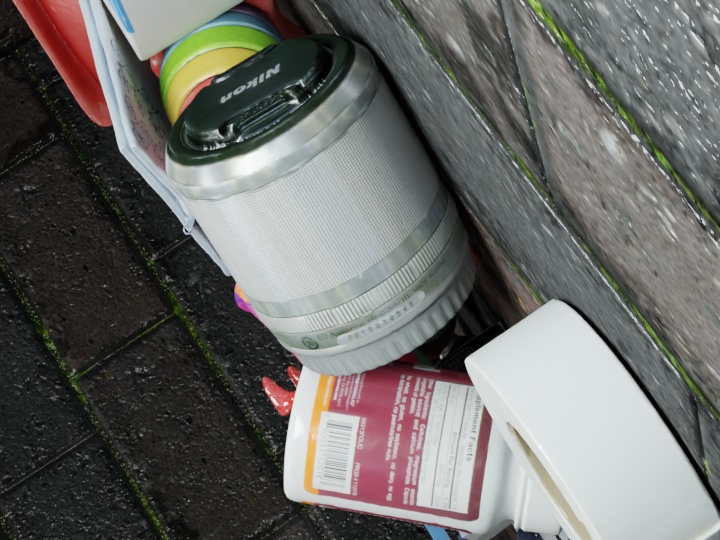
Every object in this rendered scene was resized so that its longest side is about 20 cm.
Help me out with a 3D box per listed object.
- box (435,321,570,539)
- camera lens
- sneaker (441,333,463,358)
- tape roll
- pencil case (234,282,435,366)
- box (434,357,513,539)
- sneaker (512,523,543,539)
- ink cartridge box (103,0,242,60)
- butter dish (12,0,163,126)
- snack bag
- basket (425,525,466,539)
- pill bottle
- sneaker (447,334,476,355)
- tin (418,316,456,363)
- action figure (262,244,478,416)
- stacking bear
[{"bbox_3d":[0.138,0.143,1.634,0.200,0.060,0.117,57,176,6],"label":"box"},{"bbox_3d":[-0.027,-0.048,1.395,0.200,0.160,0.160,59,176,-26],"label":"camera lens"},{"bbox_3d":[0.092,0.147,1.881,0.066,0.090,0.200,9,128,61],"label":"sneaker"},{"bbox_3d":[0.147,0.119,1.246,0.203,0.071,0.202,57,176,6],"label":"tape roll"},{"bbox_3d":[-0.013,0.060,1.617,0.200,0.088,0.088,47,173,22],"label":"pencil case"},{"bbox_3d":[0.069,0.133,1.704,0.039,0.041,0.200,17,-139,-52],"label":"box"},{"bbox_3d":[0.165,0.211,1.795,0.082,0.074,0.200,62,-178,-46],"label":"sneaker"},{"bbox_3d":[-0.168,-0.284,1.492,0.200,0.125,0.129,58,175,14],"label":"ink cartridge box"},{"bbox_3d":[-0.173,-0.248,1.717,0.148,0.200,0.200,10,137,52],"label":"butter dish"},{"bbox_3d":[-0.153,-0.107,1.570,0.200,0.021,0.189,54,-168,-51],"label":"snack bag"},{"bbox_3d":[0.068,0.170,1.987,0.177,0.139,0.200,59,-154,-29],"label":"basket"},{"bbox_3d":[0.052,0.126,1.458,0.114,0.199,0.115,10,-90,-84],"label":"pill bottle"},{"bbox_3d":[0.064,0.137,1.810,0.104,0.060,0.200,33,125,50],"label":"sneaker"},{"bbox_3d":[0.000,0.000,1.716,0.200,0.112,0.042,51,139,17],"label":"tin"},{"bbox_3d":[0.011,0.038,1.516,0.065,0.200,0.052,-9,-112,-60],"label":"action figure"},{"bbox_3d":[-0.095,-0.129,1.538,0.200,0.113,0.122,-100,-16,-51],"label":"stacking bear"}]
